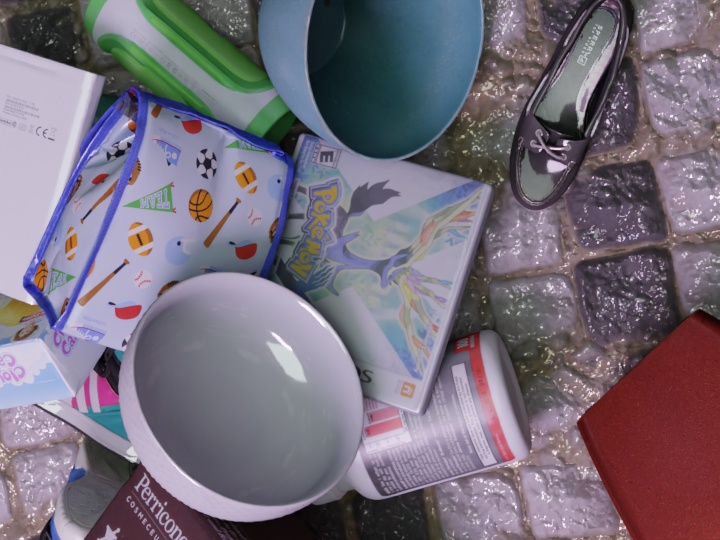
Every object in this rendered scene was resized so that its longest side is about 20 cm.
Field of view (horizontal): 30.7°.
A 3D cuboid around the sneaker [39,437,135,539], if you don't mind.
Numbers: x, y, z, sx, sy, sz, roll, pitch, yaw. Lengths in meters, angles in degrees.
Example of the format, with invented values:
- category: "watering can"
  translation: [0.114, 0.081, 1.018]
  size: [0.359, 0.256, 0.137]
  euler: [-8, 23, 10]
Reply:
- category: "sneaker"
  translation: [-0.243, 0.234, 1.170]
  size: [0.076, 0.200, 0.112]
  euler: [15, 102, -13]

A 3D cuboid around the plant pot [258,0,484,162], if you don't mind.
- category: "plant pot"
  translation: [-0.011, -0.205, 1.114]
  size: [0.134, 0.199, 0.202]
  euler: [21, 99, 45]

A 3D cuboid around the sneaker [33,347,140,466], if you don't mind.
- category: "sneaker"
  translation: [-0.237, 0.090, 1.216]
  size: [0.199, 0.084, 0.122]
  euler: [26, 84, 24]

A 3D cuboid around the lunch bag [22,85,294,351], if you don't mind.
- category: "lunch bag"
  translation: [-0.162, -0.036, 1.098]
  size: [0.124, 0.169, 0.202]
  euler: [37, 104, 51]

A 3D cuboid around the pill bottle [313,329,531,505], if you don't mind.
- category: "pill bottle"
  translation: [0.041, 0.133, 1.145]
  size: [0.198, 0.116, 0.117]
  euler: [-18, 90, 11]

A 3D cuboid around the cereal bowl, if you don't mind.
- category: "cereal bowl"
  translation: [-0.100, 0.107, 1.031]
  size: [0.201, 0.200, 0.083]
  euler: [50, 138, 4]

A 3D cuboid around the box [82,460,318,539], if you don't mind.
- category: "box"
  translation: [-0.137, 0.285, 1.060]
  size: [0.201, 0.164, 0.166]
  euler: [-53, 52, 8]

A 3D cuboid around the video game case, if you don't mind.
- category: "video game case"
  translation: [0.000, 0.000, 1.112]
  size: [0.181, 0.022, 0.202]
  euler: [16, 83, 18]

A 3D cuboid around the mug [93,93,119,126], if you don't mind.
- category: "mug"
  translation: [-0.269, -0.076, 1.193]
  size: [0.185, 0.114, 0.152]
  euler: [-44, 85, 10]

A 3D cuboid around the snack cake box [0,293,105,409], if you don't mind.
- category: "snack cake box"
  translation: [-0.324, 0.065, 1.182]
  size: [0.198, 0.115, 0.068]
  euler: [-12, 121, 26]

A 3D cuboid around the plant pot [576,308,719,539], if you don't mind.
- category: "plant pot"
  translation: [0.291, 0.143, 1.067]
  size: [0.200, 0.200, 0.177]
  euler: [-44, 74, 10]

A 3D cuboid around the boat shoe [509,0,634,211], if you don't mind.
- category: "boat shoe"
  translation: [0.178, -0.147, 1.131]
  size: [0.066, 0.057, 0.202]
  euler: [24, 97, 9]

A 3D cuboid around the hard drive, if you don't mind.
- category: "hard drive"
  translation: [-0.304, -0.087, 1.127]
  size: [0.131, 0.026, 0.202]
  euler: [18, 97, 16]

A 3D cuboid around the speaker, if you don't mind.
- category: "speaker"
  translation: [-0.152, -0.183, 1.178]
  size: [0.200, 0.088, 0.089]
  euler: [41, 100, 6]

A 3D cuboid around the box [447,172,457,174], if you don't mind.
- category: "box"
  translation: [0.001, -0.025, 1.169]
  size: [0.198, 0.064, 0.071]
  euler: [-17, 89, 11]
